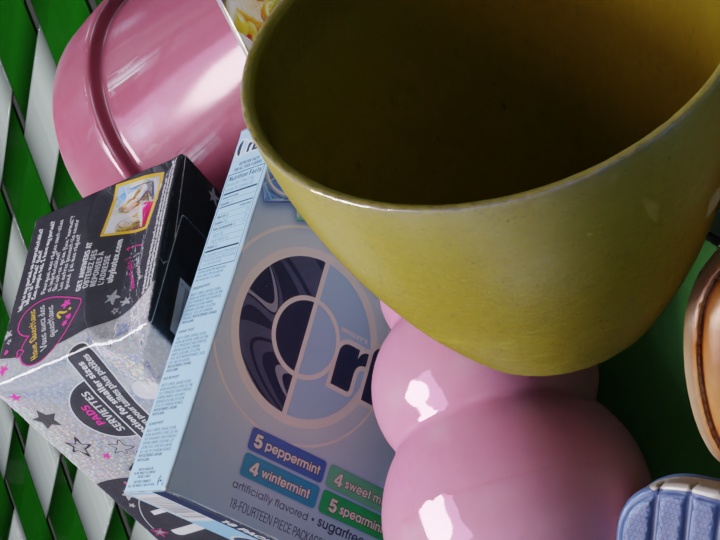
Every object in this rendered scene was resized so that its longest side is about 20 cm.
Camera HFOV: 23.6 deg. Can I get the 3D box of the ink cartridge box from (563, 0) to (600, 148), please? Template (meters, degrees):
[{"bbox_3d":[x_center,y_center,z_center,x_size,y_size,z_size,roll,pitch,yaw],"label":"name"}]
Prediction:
[{"bbox_3d":[0.096,-0.091,0.835,0.117,0.067,0.202,47,143,46],"label":"ink cartridge box"}]

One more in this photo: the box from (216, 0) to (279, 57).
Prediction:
[{"bbox_3d":[-0.065,-0.163,0.918,0.201,0.038,0.041,63,178,5],"label":"box"}]

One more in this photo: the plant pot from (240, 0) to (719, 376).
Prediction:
[{"bbox_3d":[0.067,-0.043,0.699,0.200,0.199,0.143,49,165,46],"label":"plant pot"}]

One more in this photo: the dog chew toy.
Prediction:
[{"bbox_3d":[0.060,0.063,0.792,0.125,0.123,0.202,123,139,-58],"label":"dog chew toy"}]

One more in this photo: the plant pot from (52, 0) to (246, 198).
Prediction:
[{"bbox_3d":[-0.061,-0.117,1.042,0.179,0.199,0.202,-34,71,48],"label":"plant pot"}]

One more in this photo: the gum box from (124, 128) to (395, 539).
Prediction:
[{"bbox_3d":[-0.015,0.050,0.889,0.044,0.169,0.202,-11,56,52],"label":"gum box"}]

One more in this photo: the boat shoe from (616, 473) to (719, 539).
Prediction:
[{"bbox_3d":[0.205,0.117,0.683,0.199,0.072,0.073,17,109,33],"label":"boat shoe"}]

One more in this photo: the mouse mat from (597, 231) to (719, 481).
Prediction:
[{"bbox_3d":[0.144,0.085,0.788,0.161,0.007,0.202,37,115,39],"label":"mouse mat"}]

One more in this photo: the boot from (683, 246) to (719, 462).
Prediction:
[{"bbox_3d":[0.207,0.016,0.644,0.155,0.076,0.202,37,120,48],"label":"boot"}]

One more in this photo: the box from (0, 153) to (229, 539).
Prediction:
[{"bbox_3d":[-0.095,0.061,0.969,0.200,0.114,0.133,49,-148,-35],"label":"box"}]
